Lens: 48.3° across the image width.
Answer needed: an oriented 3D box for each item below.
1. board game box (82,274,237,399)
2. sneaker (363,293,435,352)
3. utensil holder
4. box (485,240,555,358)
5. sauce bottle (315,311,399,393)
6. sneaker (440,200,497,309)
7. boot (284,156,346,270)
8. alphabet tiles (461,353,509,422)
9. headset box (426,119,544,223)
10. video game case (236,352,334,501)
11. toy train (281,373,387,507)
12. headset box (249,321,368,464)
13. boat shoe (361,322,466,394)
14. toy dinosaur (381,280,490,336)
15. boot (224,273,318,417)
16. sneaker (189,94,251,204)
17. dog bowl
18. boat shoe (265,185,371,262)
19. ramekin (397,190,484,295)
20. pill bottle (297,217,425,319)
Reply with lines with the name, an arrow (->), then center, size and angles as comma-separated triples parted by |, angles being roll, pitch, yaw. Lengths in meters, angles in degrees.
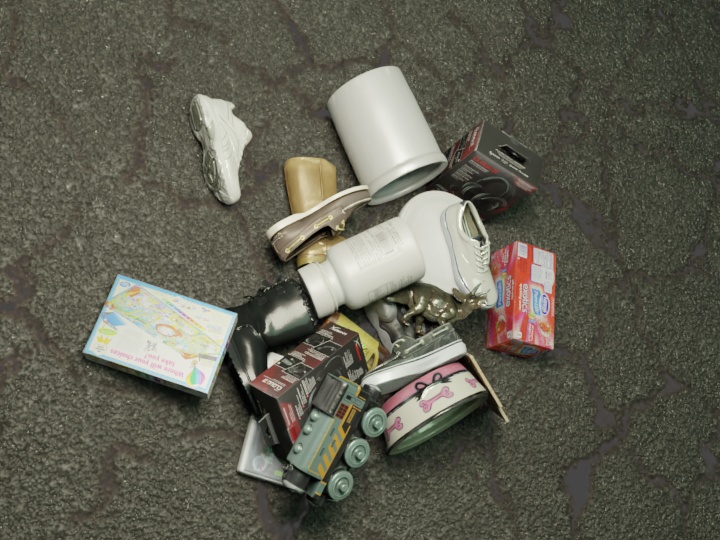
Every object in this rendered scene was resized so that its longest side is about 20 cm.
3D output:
board game box -> -0.304, 0.101, 1.235 | 0.197, 0.034, 0.136 | 19, 64, 0
sneaker -> 0.081, 0.078, 1.459 | 0.113, 0.075, 0.202 | -29, 94, -32
utensil holder -> 0.046, -0.250, 1.493 | 0.168, 0.170, 0.202 | -21, 82, -31
box -> 0.314, 0.059, 1.571 | 0.098, 0.095, 0.203 | 15, 67, -22
sauce bottle -> 0.009, 0.146, 1.401 | 0.199, 0.066, 0.066 | 37, 61, -10
sneaker -> 0.202, -0.029, 1.446 | 0.072, 0.071, 0.203 | -18, 83, -31
boot -> -0.047, -0.101, 1.455 | 0.173, 0.066, 0.203 | 3, 71, -27
alphabet tiles -> 0.207, 0.186, 1.426 | 0.007, 0.200, 0.169 | -30, 89, -2
headset box -> 0.243, -0.190, 1.547 | 0.147, 0.200, 0.078 | 29, 62, -17
video game case -> -0.096, 0.259, 1.334 | 0.180, 0.023, 0.203 | 22, 65, -19
toy train -> -0.042, 0.253, 1.209 | 0.113, 0.085, 0.202 | 34, 82, -33
headset box -> -0.077, 0.202, 1.269 | 0.199, 0.077, 0.151 | -36, 124, -31
boat shoe -> 0.079, 0.143, 1.317 | 0.198, 0.072, 0.072 | -19, 69, -27
toy dinosaur -> 0.122, 0.063, 1.409 | 0.197, 0.077, 0.104 | 12, 62, 5
boot -> -0.143, 0.117, 1.310 | 0.161, 0.074, 0.200 | -22, 74, -20
sneaker -> -0.227, -0.214, 1.393 | 0.098, 0.078, 0.203 | -9, 79, -33
dog bowl -> 0.117, 0.231, 1.362 | 0.198, 0.201, 0.074 | -18, 68, -31
boat shoe -> -0.063, -0.082, 1.375 | 0.198, 0.072, 0.060 | -27, 78, -16
ramekin -> 0.138, -0.040, 1.513 | 0.199, 0.094, 0.206 | 9, 70, -24
pill bottle -> 0.000, 0.000, 1.352 | 0.198, 0.114, 0.116 | -25, 85, -10
